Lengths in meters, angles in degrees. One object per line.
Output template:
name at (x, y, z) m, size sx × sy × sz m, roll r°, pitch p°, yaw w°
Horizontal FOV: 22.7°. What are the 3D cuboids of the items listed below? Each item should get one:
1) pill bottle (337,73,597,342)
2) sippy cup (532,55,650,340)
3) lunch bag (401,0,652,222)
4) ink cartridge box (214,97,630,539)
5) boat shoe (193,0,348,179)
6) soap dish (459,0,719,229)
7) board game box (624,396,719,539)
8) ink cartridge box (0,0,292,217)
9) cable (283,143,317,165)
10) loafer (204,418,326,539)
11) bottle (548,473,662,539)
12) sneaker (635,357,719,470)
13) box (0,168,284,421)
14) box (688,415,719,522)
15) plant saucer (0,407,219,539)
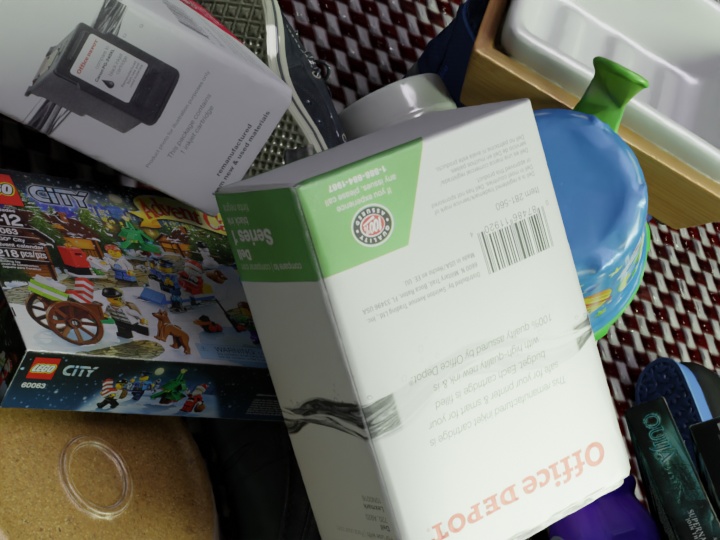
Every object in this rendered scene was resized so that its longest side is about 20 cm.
pill bottle at (0.056, -0.017, 1.119) m, size 0.113 × 0.113 × 0.200 m, roll -14°, pitch 74°, yaw -54°
sippy cup at (0.102, -0.028, 0.999) m, size 0.130 × 0.139 × 0.178 m, roll 94°, pitch -11°, yaw -79°
lunch bag at (0.118, -0.080, 1.224) m, size 0.136 × 0.132 × 0.200 m, roll -9°, pitch 64°, yaw -36°
ink cartridge box at (0.033, 0.033, 0.873) m, size 0.146 × 0.084 × 0.200 m, roll -22°, pitch 102°, yaw -31°
boat shoe at (-0.056, -0.107, 1.089) m, size 0.062 × 0.075 × 0.200 m, roll 22°, pitch 39°, yaw -57°
soap dish at (0.163, -0.127, 1.139) m, size 0.200 × 0.081 × 0.157 m, roll 29°, pitch 47°, yaw -10°
board game box at (0.210, 0.191, 1.104) m, size 0.135 × 0.028 × 0.200 m, roll -107°, pitch 177°, yaw -45°
ink cartridge box at (-0.155, -0.126, 0.927) m, size 0.200 × 0.083 × 0.145 m, roll 27°, pitch 13°, yaw -35°
cable at (0.000, 0.000, 1.027) m, size 0.097 × 0.050 × 0.200 m, roll -86°, pitch 167°, yaw -53°
loafer at (-0.051, 0.097, 0.945) m, size 0.070 × 0.068 × 0.201 m, roll 28°, pitch 38°, yaw -23°
bottle at (0.156, 0.186, 1.106) m, size 0.065 × 0.084 × 0.200 m, roll -12°, pitch 69°, yaw -15°
sneaker at (0.259, 0.154, 1.268) m, size 0.078 × 0.070 × 0.200 m, roll 13°, pitch 53°, yaw -39°
box at (-0.104, 0.013, 0.902) m, size 0.200 × 0.038 × 0.137 m, roll 6°, pitch 38°, yaw -37°
box at (0.247, 0.200, 1.048) m, size 0.137 × 0.040 × 0.200 m, roll 67°, pitch 7°, yaw -47°
plant saucer at (-0.136, 0.105, 0.859) m, size 0.200 × 0.035 × 0.200 m, roll 31°, pitch 42°, yaw -33°
